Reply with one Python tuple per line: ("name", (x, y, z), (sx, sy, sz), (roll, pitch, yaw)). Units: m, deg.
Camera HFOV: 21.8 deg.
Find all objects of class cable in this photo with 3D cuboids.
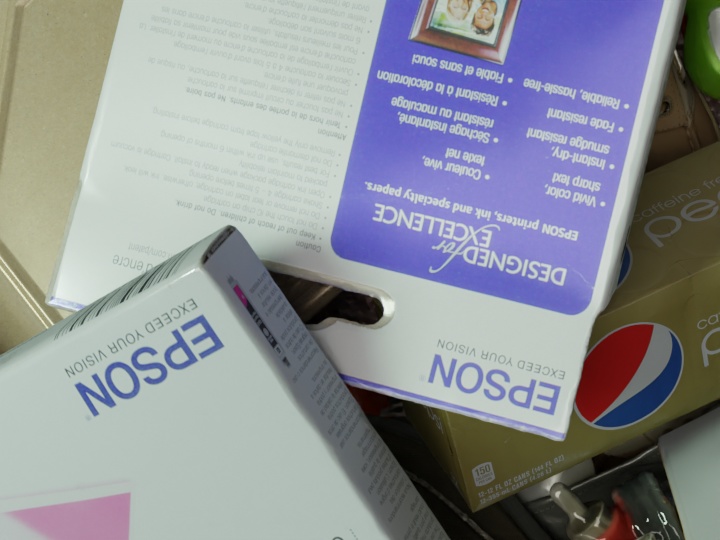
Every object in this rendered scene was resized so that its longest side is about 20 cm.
("cable", (0.129, 0.156, 0.715), (0.050, 0.097, 0.200), (-26, 118, 16))

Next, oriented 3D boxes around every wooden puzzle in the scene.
("wooden puzzle", (-0.081, -0.046, 0.719), (0.200, 0.037, 0.185), (-40, 78, 0))

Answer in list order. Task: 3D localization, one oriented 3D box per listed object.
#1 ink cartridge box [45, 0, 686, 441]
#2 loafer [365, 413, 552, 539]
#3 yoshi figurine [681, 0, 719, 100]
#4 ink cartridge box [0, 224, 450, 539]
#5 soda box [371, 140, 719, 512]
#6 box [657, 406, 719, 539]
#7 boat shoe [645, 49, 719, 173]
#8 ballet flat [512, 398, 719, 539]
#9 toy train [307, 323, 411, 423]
("ink cartridge box", (0.005, -0.060, 0.657), (0.198, 0.043, 0.201), (15, 89, 15))
("loafer", (0.043, 0.129, 0.724), (0.200, 0.070, 0.075), (34, 113, 6))
("yoshi figurine", (0.156, -0.163, 0.694), (0.112, 0.112, 0.201), (-4, 100, 6))
("ink cartridge box", (-0.069, 0.111, 0.666), (0.196, 0.043, 0.200), (-29, 100, 26))
("soda box", (0.111, 0.009, 0.696), (0.200, 0.068, 0.064), (-24, 126, -9))
("box", (0.204, 0.146, 0.696), (0.097, 0.124, 0.200), (-29, 109, 12))
("boat shoe", (0.093, -0.076, 0.746), (0.071, 0.065, 0.200), (-24, 93, 16))
("ballet flat", (0.107, 0.061, 0.763), (0.200, 0.067, 0.064), (-28, 115, 11))
("toy train", (0.000, 0.000, 0.767), (0.150, 0.056, 0.201), (10, 100, 33))
